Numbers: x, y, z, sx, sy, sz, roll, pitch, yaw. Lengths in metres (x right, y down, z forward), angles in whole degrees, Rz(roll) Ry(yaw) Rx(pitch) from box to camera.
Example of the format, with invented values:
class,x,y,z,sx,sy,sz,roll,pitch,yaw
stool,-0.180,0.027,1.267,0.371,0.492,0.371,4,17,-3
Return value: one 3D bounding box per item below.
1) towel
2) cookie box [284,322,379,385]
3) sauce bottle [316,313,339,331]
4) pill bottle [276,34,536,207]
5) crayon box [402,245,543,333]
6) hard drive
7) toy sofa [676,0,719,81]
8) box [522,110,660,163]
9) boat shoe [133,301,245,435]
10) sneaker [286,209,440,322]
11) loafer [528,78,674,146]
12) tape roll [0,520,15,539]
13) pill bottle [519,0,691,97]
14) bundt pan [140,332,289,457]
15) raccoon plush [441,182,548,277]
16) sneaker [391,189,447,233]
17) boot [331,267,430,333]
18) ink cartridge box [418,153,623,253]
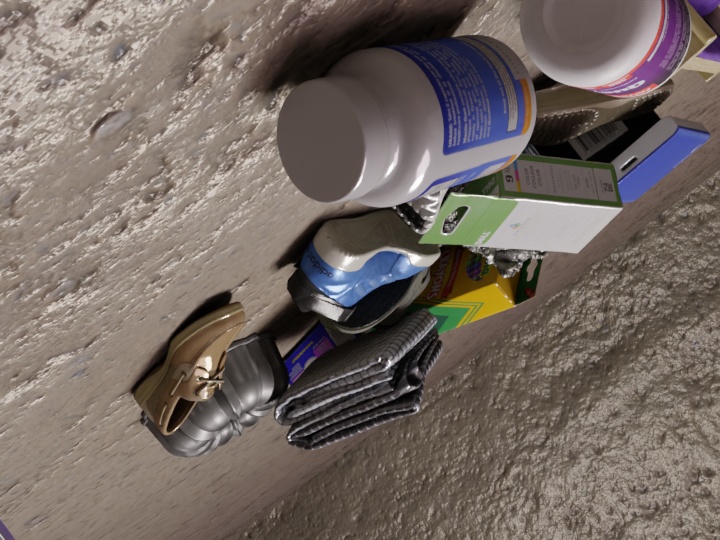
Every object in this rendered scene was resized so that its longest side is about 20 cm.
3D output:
class,x,y,z,sx,sy,sz,roll,pitch,yaw
towel,0.005,0.139,1.211,0.199,0.086,0.166,-26,-173,27
cookie box,0.002,0.100,1.423,0.199,0.076,0.171,-21,159,-50
sauce bottle,0.009,0.040,1.265,0.065,0.065,0.200,-40,168,21
pill bottle,0.035,-0.110,0.706,0.199,0.113,0.112,-20,160,-47
crayon box,0.152,0.007,1.288,0.199,0.051,0.128,-24,-148,38
hard drive,0.342,-0.128,1.143,0.132,0.025,0.199,-43,165,26
toy sofa,0.379,-0.274,1.069,0.097,0.083,0.199,-42,165,30
box,0.280,-0.145,1.214,0.147,0.105,0.200,-35,167,-4
boat shoe,-0.172,0.106,1.026,0.071,0.065,0.200,-20,160,-48
sneaker,-0.001,-0.001,1.056,0.199,0.077,0.111,-10,145,-53
loafer,0.245,-0.193,1.054,0.198,0.069,0.076,-15,159,-16
tape roll,-0.384,0.324,0.951,0.084,0.201,0.200,-32,166,-13
pill bottle,0.217,-0.208,0.822,0.112,0.113,0.199,-42,165,26
bundt pan,-0.173,0.168,1.218,0.201,0.076,0.202,-35,167,-9
raccoon plush,0.167,-0.041,1.217,0.096,0.135,0.200,-35,167,-3
sneaker,0.070,-0.101,0.927,0.081,0.075,0.200,-41,169,-18
boot,0.035,0.033,1.160,0.200,0.067,0.131,-46,158,-31
ink cartridge box,0.165,-0.072,1.024,0.197,0.060,0.104,3,153,-18
